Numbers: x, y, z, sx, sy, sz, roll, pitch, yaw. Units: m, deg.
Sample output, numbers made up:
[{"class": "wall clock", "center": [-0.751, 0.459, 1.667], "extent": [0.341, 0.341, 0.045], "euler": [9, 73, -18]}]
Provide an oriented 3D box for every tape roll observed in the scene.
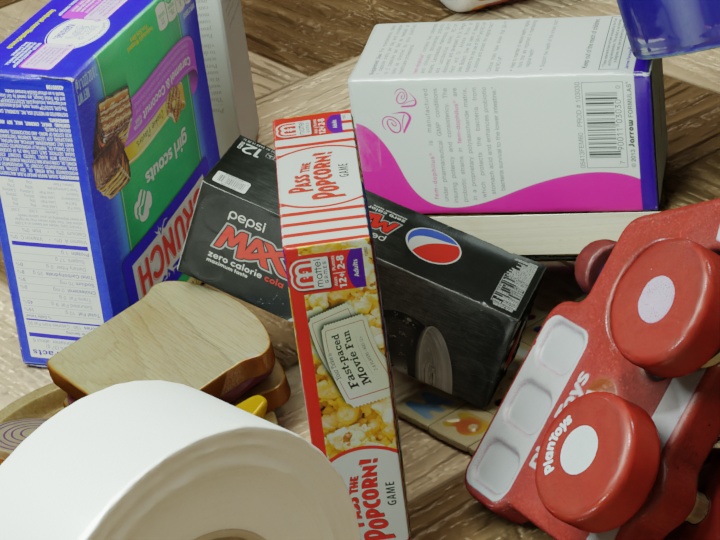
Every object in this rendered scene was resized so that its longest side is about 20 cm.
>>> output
[{"class": "tape roll", "center": [-0.090, 0.154, 1.054], "extent": [0.071, 0.204, 0.202], "euler": [19, 38, 41]}]

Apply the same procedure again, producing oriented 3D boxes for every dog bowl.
[{"class": "dog bowl", "center": [0.254, -0.194, 1.467], "extent": [0.199, 0.079, 0.200], "euler": [-16, 9, 2]}]

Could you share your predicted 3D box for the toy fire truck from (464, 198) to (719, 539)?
[{"class": "toy fire truck", "center": [0.140, 0.053, 1.206], "extent": [0.112, 0.201, 0.168], "euler": [25, 3, -34]}]

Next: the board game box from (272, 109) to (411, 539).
[{"class": "board game box", "center": [-0.009, 0.039, 1.243], "extent": [0.046, 0.201, 0.152], "euler": [-8, 27, 0]}]

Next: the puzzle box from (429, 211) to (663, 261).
[{"class": "puzzle box", "center": [0.122, -0.019, 1.437], "extent": [0.198, 0.026, 0.133], "euler": [-1, -2, 13]}]

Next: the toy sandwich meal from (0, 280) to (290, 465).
[{"class": "toy sandwich meal", "center": [-0.133, 0.082, 1.330], "extent": [0.203, 0.071, 0.206], "euler": [-6, 28, 3]}]

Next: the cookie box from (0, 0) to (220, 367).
[{"class": "cookie box", "center": [-0.155, -0.065, 1.471], "extent": [0.075, 0.201, 0.171], "euler": [6, 32, 21]}]

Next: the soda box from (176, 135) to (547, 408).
[{"class": "soda box", "center": [0.000, 0.000, 1.366], "extent": [0.199, 0.071, 0.063], "euler": [24, 34, 8]}]

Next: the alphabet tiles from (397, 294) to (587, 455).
[{"class": "alphabet tiles", "center": [0.121, 0.067, 1.364], "extent": [0.166, 0.006, 0.199], "euler": [-27, 34, -32]}]

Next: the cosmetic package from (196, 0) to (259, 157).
[{"class": "cosmetic package", "center": [-0.136, -0.171, 1.658], "extent": [0.101, 0.201, 0.071], "euler": [-2, 28, 9]}]

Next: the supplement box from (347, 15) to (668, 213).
[{"class": "supplement box", "center": [0.101, -0.104, 1.583], "extent": [0.198, 0.102, 0.104], "euler": [-1, 29, 12]}]

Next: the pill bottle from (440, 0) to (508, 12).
[{"class": "pill bottle", "center": [0.151, -0.280, 1.884], "extent": [0.199, 0.113, 0.112], "euler": [-16, 29, -15]}]
